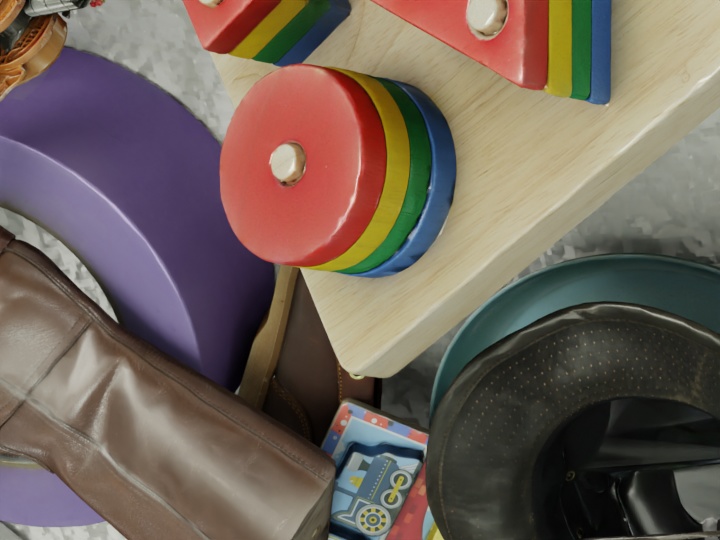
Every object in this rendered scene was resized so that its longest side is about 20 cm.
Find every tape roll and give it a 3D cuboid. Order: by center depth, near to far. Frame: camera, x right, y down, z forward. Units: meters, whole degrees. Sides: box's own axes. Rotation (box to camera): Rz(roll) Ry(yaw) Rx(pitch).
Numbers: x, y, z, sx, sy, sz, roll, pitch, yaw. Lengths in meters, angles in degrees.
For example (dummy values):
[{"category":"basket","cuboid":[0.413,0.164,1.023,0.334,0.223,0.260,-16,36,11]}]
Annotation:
[{"category":"tape roll","cuboid":[-0.144,0.008,0.981,0.200,0.085,0.200,10,122,17]}]

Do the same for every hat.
[{"category":"hat","cuboid":[0.127,0.085,0.882,0.200,0.081,0.201,11,124,17]}]

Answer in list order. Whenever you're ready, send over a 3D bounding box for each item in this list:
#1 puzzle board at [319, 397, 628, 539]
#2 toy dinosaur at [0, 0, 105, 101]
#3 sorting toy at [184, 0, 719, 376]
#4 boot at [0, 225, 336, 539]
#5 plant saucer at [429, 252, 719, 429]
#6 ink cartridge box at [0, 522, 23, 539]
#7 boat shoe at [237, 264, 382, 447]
[{"category":"puzzle board","cuboid":[0.023,0.166,0.964,0.151,0.017,0.200,22,111,-7]},{"category":"toy dinosaur","cuboid":[-0.153,-0.112,0.865,0.136,0.200,0.102,21,145,43]},{"category":"sorting toy","cuboid":[0.013,-0.099,0.777,0.200,0.070,0.199,-41,59,32]},{"category":"boot","cuboid":[-0.121,0.093,0.935,0.200,0.064,0.186,35,126,-3]},{"category":"plant saucer","cuboid":[0.128,0.075,0.943,0.200,0.027,0.200,11,122,17]},{"category":"ink cartridge box","cuboid":[-0.234,0.207,1.098,0.200,0.147,0.145,40,126,-3]},{"category":"boat shoe","cuboid":[0.000,0.000,0.928,0.070,0.070,0.200,20,132,5]}]
